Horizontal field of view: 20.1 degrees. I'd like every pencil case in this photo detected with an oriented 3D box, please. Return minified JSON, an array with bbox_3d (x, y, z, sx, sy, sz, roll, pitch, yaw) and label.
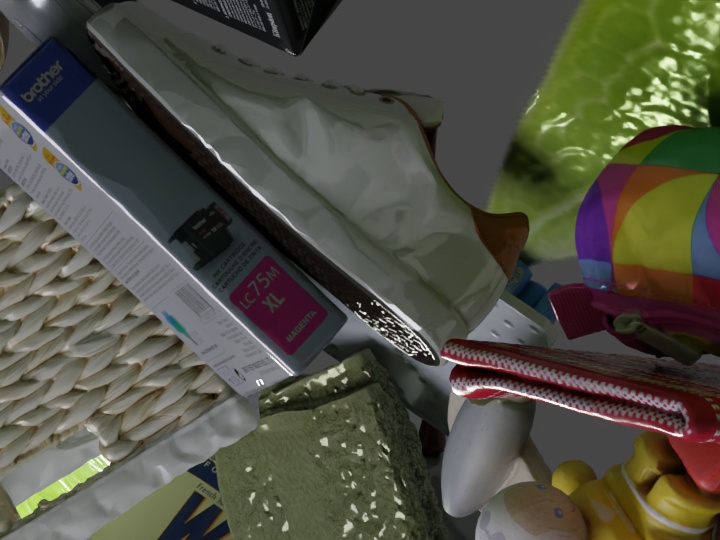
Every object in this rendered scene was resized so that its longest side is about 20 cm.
[{"bbox_3d":[0.157,0.002,0.644,0.199,0.089,0.088,7,145,50],"label":"pencil case"}]

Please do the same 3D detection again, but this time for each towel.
[{"bbox_3d":[0.145,0.049,0.694,0.199,0.023,0.144,7,-179,-31],"label":"towel"},{"bbox_3d":[-0.006,0.149,1.047,0.148,0.036,0.201,-21,86,46],"label":"towel"}]

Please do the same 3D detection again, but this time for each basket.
[{"bbox_3d":[-0.171,0.046,1.028,0.161,0.198,0.200,59,180,-7],"label":"basket"}]

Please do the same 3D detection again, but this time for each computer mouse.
[{"bbox_3d":[-0.119,-0.098,0.889,0.200,0.044,0.110,55,158,-15],"label":"computer mouse"}]

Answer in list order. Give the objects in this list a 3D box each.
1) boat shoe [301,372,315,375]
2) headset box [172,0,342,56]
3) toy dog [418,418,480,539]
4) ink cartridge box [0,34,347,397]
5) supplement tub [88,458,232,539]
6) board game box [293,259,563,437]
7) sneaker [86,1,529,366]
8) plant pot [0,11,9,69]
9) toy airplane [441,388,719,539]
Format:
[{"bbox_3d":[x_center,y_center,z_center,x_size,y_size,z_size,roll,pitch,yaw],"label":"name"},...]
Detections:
[{"bbox_3d":[0.016,0.135,1.185,0.200,0.071,0.064,37,159,-5],"label":"boat shoe"},{"bbox_3d":[-0.095,-0.175,0.684,0.199,0.075,0.149,26,157,27],"label":"headset box"},{"bbox_3d":[0.075,0.141,1.072,0.199,0.132,0.097,23,117,12],"label":"toy dog"},{"bbox_3d":[-0.100,-0.029,0.866,0.200,0.042,0.119,42,165,-6],"label":"ink cartridge box"},{"bbox_3d":[-0.095,0.165,1.242,0.145,0.200,0.145,32,159,13],"label":"supplement tub"},{"bbox_3d":[0.000,0.000,0.982,0.199,0.026,0.200,34,160,8],"label":"board game box"},{"bbox_3d":[-0.019,-0.054,0.823,0.200,0.085,0.073,40,168,5],"label":"sneaker"},{"bbox_3d":[-0.250,-0.174,1.013,0.199,0.028,0.200,31,158,14],"label":"plant pot"},{"bbox_3d":[0.089,0.131,0.839,0.199,0.200,0.141,0,158,44],"label":"toy airplane"}]
